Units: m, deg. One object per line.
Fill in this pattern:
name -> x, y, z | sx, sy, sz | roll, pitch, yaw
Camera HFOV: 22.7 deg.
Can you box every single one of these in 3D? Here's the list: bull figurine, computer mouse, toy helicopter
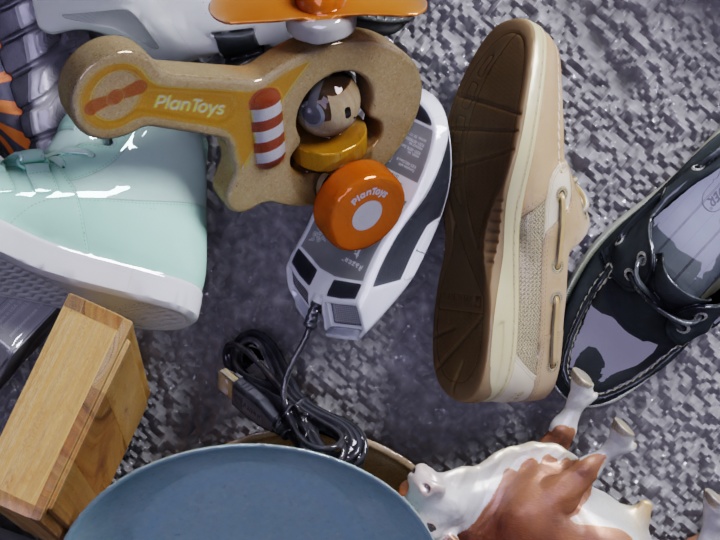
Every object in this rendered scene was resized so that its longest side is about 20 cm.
bull figurine -> 0.114, 0.132, 0.949 | 0.199, 0.065, 0.122 | 35, 105, -22
computer mouse -> 0.000, 0.000, 0.955 | 0.109, 0.044, 0.201 | 31, 97, 42
toy helicopter -> -0.050, -0.088, 0.861 | 0.079, 0.199, 0.133 | 50, 125, 40

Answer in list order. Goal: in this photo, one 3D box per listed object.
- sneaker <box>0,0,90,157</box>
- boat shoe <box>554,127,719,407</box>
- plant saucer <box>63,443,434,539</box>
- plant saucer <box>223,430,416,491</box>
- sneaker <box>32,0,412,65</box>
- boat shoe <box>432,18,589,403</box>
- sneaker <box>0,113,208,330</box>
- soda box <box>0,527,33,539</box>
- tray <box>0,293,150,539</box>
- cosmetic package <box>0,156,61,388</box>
sneaker -> -0.205, -0.111, 0.960 | 0.111, 0.078, 0.202 | -10, 102, 20
boat shoe -> 0.170, -0.005, 0.940 | 0.074, 0.066, 0.199 | 44, 99, -4
plant saucer -> -0.057, 0.154, 0.928 | 0.199, 0.039, 0.202 | -1, 125, -2
plant saucer -> -0.030, 0.183, 0.993 | 0.198, 0.035, 0.202 | 0, 95, 1
sneaker -> -0.073, -0.141, 0.922 | 0.198, 0.075, 0.089 | 8, 140, -17
boat shoe -> 0.083, -0.030, 0.950 | 0.064, 0.071, 0.202 | 3, 98, -30
sneaker -> -0.164, -0.051, 0.878 | 0.199, 0.074, 0.119 | 18, 66, -31
soda box -> -0.229, 0.165, 0.933 | 0.068, 0.200, 0.064 | -42, 55, 9
tray -> -0.143, 0.083, 0.899 | 0.037, 0.200, 0.099 | 23, 76, 2
cosmetic package -> -0.242, -0.031, 0.940 | 0.200, 0.107, 0.090 | 40, 56, -2
